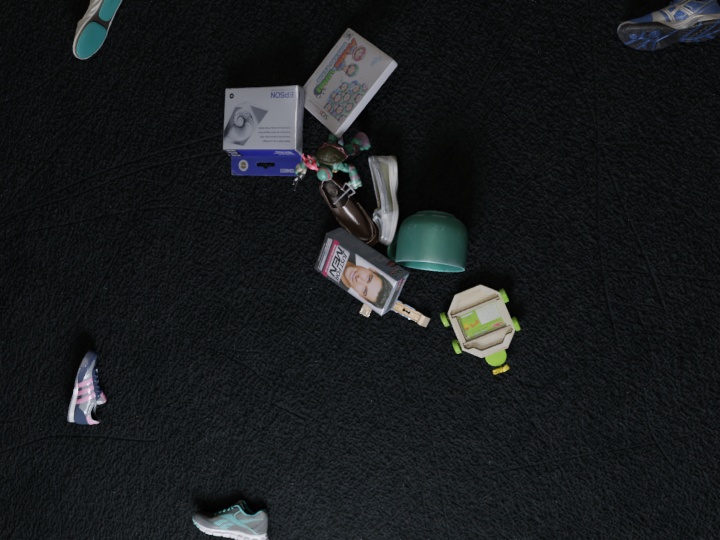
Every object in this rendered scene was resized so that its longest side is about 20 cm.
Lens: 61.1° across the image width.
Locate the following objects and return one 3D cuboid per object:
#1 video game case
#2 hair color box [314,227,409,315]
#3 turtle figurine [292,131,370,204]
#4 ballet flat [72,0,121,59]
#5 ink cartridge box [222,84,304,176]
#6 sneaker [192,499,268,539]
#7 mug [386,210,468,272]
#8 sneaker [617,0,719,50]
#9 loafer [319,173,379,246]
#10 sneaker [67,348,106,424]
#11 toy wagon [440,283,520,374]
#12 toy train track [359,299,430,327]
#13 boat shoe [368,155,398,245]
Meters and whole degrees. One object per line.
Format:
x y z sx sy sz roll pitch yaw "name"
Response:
-0.036 -0.418 1.349 0.200 0.024 0.182 -50 54 11 "video game case"
0.000 0.000 1.369 0.200 0.061 0.099 34 123 19 "hair color box"
-0.058 -0.234 1.331 0.149 0.200 0.101 25 141 3 "turtle figurine"
-0.643 -0.608 1.476 0.069 0.069 0.200 32 96 6 "ballet flat"
-0.226 -0.321 1.410 0.199 0.041 0.201 4 96 22 "ink cartridge box"
-0.318 0.616 1.524 0.199 0.078 0.092 10 81 6 "sneaker"
0.142 -0.066 1.327 0.184 0.152 0.115 7 85 13 "mug"
0.630 -0.506 1.247 0.199 0.076 0.077 -2 72 11 "sneaker"
-0.034 -0.134 1.394 0.073 0.071 0.200 -41 87 12 "loafer"
-0.687 0.300 1.566 0.082 0.070 0.201 14 101 -8 "sneaker"
0.279 0.135 1.377 0.155 0.040 0.201 -23 91 12 "toy wagon"
0.068 0.076 1.414 0.200 0.033 0.115 27 99 6 "toy train track"
0.049 -0.157 1.369 0.064 0.074 0.203 1 91 -7 "boat shoe"
